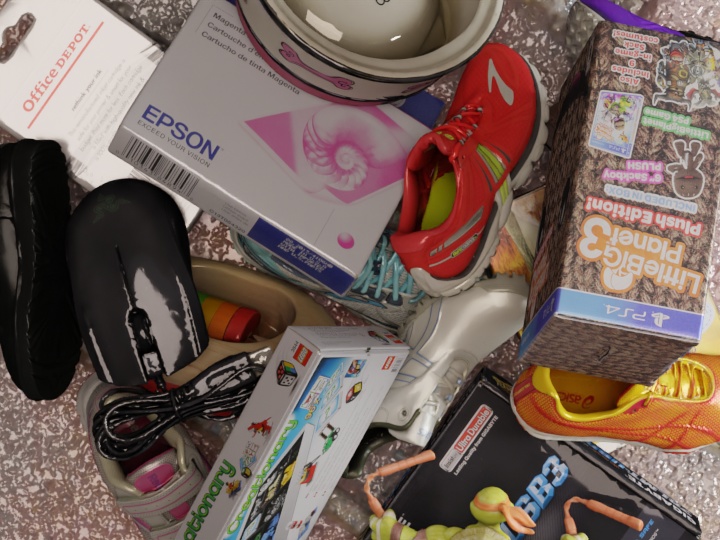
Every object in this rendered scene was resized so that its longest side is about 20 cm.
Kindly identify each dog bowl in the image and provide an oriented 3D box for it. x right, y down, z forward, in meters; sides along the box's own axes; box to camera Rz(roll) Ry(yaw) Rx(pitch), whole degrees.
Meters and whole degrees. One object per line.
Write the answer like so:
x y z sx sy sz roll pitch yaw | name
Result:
-0.002 -0.205 1.687 0.199 0.074 0.202 10 61 -18 | dog bowl

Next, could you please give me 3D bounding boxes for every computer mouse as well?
-0.148 0.017 1.635 0.138 0.053 0.201 -23 66 3 | computer mouse

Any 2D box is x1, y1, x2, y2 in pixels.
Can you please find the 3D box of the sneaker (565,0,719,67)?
0.243 -0.140 1.737 0.200 0.070 0.099 42 59 14 | sneaker

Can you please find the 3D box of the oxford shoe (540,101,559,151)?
0.185 -0.031 1.708 0.072 0.071 0.201 -24 81 4 | oxford shoe

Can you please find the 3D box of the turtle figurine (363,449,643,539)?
0.093 0.220 1.682 0.198 0.064 0.163 8 104 1 | turtle figurine

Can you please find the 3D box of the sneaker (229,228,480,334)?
0.000 0.000 1.724 0.199 0.086 0.078 17 91 -4 | sneaker

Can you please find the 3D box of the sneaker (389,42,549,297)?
0.074 -0.081 1.672 0.077 0.085 0.201 -1 60 35 | sneaker

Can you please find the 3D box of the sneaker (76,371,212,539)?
-0.141 0.160 1.727 0.081 0.088 0.200 -38 92 1 | sneaker

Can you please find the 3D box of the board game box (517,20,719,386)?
0.177 -0.041 1.585 0.096 0.160 0.202 11 76 -2 | board game box

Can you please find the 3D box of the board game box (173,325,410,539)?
-0.051 0.130 1.643 0.035 0.126 0.201 36 106 26 | board game box

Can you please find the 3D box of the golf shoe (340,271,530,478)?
0.051 0.079 1.702 0.199 0.078 0.098 -33 52 22 | golf shoe

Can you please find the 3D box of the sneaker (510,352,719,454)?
0.206 0.089 1.685 0.198 0.077 0.074 -3 71 -21 | sneaker

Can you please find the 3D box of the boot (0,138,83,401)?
-0.285 -0.008 1.706 0.161 0.073 0.200 1 99 26 | boot

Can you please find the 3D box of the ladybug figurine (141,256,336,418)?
-0.109 0.051 1.709 0.199 0.136 0.072 20 126 21 | ladybug figurine

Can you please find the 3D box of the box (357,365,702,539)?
0.112 0.207 1.736 0.198 0.050 0.201 36 102 -3 | box

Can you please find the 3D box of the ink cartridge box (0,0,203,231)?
-0.182 -0.119 1.728 0.199 0.068 0.116 36 90 -2 | ink cartridge box

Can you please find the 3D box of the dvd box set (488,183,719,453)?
0.183 0.025 1.755 0.145 0.029 0.201 -23 91 0 | dvd box set

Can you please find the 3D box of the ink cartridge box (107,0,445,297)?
-0.050 -0.110 1.685 0.196 0.043 0.201 31 56 -5 | ink cartridge box
